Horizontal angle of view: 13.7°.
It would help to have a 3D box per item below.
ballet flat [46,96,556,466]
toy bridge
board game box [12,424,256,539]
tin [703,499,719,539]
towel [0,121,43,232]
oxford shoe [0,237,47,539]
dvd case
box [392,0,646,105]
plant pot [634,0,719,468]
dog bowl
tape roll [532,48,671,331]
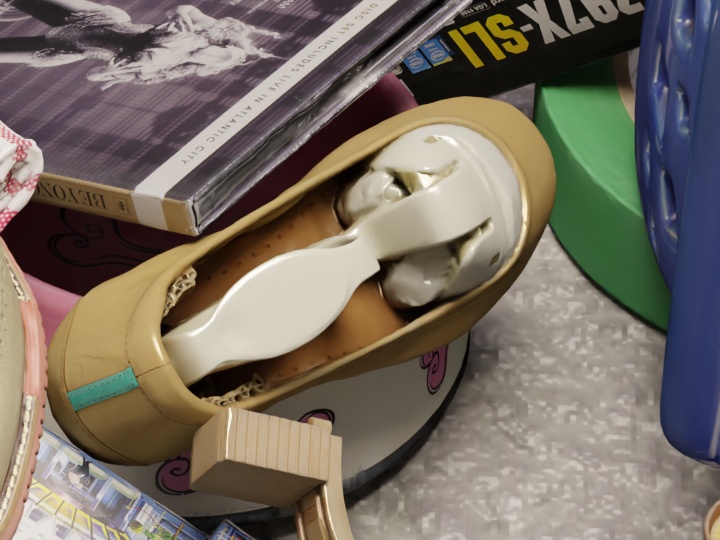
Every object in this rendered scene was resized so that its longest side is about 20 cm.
[{"bbox_3d":[0.000,0.000,0.866,0.200,0.063,0.069,-32,95,-35],"label":"ballet flat"},{"bbox_3d":[-0.015,0.130,0.776,0.067,0.027,0.200,14,62,-22],"label":"toy bridge"},{"bbox_3d":[-0.087,0.152,0.786,0.200,0.062,0.200,34,56,-5],"label":"board game box"},{"bbox_3d":[0.175,0.081,0.863,0.112,0.042,0.200,21,25,34],"label":"tin"},{"bbox_3d":[-0.194,0.017,0.873,0.146,0.030,0.200,30,77,39],"label":"towel"},{"bbox_3d":[-0.131,-0.013,0.791,0.071,0.074,0.200,-17,63,8],"label":"oxford shoe"},{"bbox_3d":[-0.086,-0.068,0.937,0.200,0.016,0.149,12,38,34],"label":"dvd case"},{"bbox_3d":[0.029,-0.133,0.978,0.200,0.160,0.049,-18,38,35],"label":"box"},{"bbox_3d":[0.180,-0.048,0.855,0.200,0.200,0.180,6,43,4],"label":"plant pot"},{"bbox_3d":[-0.060,-0.013,0.967,0.200,0.074,0.200,3,43,-3],"label":"dog bowl"},{"bbox_3d":[0.159,-0.052,1.037,0.200,0.048,0.201,0,46,0],"label":"tape roll"}]
